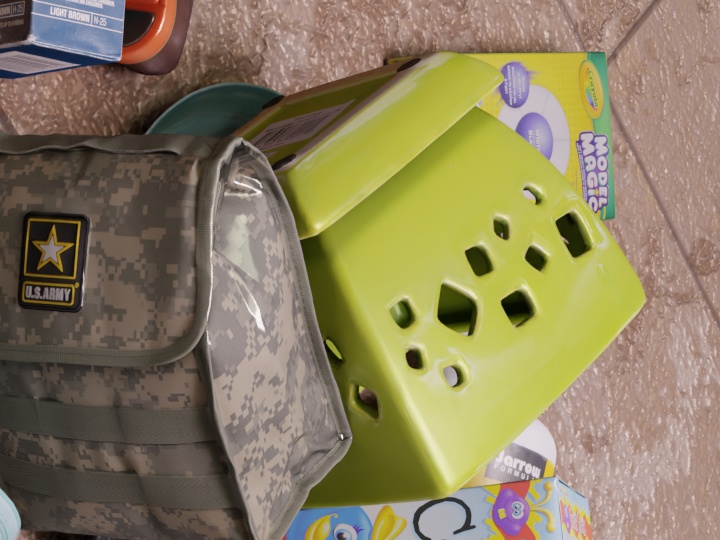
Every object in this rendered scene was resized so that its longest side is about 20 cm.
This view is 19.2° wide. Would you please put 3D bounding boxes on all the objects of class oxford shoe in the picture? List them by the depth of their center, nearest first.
[{"bbox_3d":[-0.121,-0.205,1.174,0.073,0.071,0.201,33,59,-71],"label":"oxford shoe"}]

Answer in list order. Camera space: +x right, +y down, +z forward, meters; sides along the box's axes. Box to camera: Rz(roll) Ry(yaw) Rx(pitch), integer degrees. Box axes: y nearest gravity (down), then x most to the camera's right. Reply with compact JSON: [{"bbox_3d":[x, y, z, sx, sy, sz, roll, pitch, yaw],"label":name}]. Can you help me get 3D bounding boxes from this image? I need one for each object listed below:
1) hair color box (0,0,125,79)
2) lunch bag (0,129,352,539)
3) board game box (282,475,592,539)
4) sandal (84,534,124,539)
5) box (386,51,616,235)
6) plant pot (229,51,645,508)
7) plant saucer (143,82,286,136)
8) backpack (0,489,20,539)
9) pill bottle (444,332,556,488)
[{"bbox_3d":[-0.167,-0.205,1.088,0.060,0.100,0.201,8,82,-43],"label":"hair color box"},{"bbox_3d":[-0.112,0.026,1.020,0.118,0.163,0.201,-51,134,-48],"label":"lunch bag"},{"bbox_3d":[0.025,0.182,1.171,0.105,0.199,0.104,38,44,-70],"label":"board game box"},{"bbox_3d":[-0.115,0.188,1.173,0.075,0.048,0.201,-48,133,-36],"label":"sandal"},{"bbox_3d":[0.104,-0.084,1.398,0.199,0.048,0.118,-8,94,-47],"label":"box"},{"bbox_3d":[0.000,0.000,1.153,0.199,0.200,0.182,-41,109,-38],"label":"plant pot"},{"bbox_3d":[-0.074,-0.007,1.229,0.200,0.027,0.201,3,86,-45],"label":"plant saucer"},{"bbox_3d":[-0.245,0.082,0.930,0.200,0.176,0.153,51,56,-12],"label":"backpack"},{"bbox_3d":[0.057,0.141,1.295,0.112,0.112,0.201,27,70,-42],"label":"pill bottle"}]
